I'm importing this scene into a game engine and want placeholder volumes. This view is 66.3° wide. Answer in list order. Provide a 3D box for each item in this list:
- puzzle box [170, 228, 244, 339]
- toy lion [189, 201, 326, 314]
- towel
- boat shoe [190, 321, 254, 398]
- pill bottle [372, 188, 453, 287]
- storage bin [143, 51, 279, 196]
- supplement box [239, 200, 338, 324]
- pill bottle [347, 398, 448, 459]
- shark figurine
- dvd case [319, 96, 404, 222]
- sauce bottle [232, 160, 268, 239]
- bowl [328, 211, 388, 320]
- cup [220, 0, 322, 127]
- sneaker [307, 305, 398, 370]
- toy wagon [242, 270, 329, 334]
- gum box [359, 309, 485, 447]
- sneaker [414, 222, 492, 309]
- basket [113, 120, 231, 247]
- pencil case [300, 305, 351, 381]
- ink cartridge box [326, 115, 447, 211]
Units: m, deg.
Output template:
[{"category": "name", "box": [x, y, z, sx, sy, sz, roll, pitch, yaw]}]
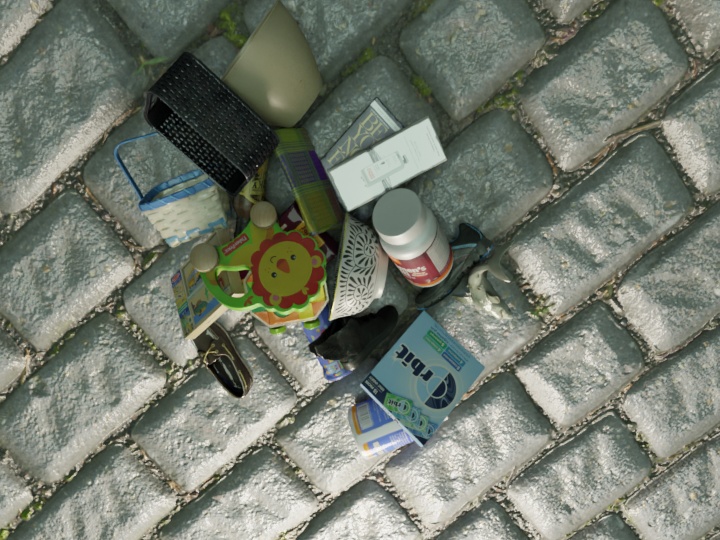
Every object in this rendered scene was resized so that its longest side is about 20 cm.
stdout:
[{"category": "puzzle box", "box": [-0.296, 0.028, 1.050, 0.199, 0.025, 0.136, -37, 64, 37]}, {"category": "toy lion", "box": [-0.163, -0.002, 0.950, 0.198, 0.069, 0.194, -35, 81, -11]}, {"category": "towel", "box": [-0.097, -0.163, 1.012, 0.022, 0.143, 0.204, -22, 95, 26]}, {"category": "boat shoe", "box": [-0.296, 0.179, 1.147, 0.071, 0.060, 0.202, -32, 102, 7]}, {"category": "pill bottle", "box": [0.097, -0.057, 1.004, 0.107, 0.200, 0.113, -10, 62, 20]}, {"category": "storage bin", "box": [-0.245, -0.233, 0.906, 0.199, 0.134, 0.095, 42, 69, -15]}, {"category": "supplement box", "box": [-0.154, -0.018, 1.080, 0.200, 0.103, 0.131, -43, 100, 8]}, {"category": "pill bottle", "box": [0.080, 0.308, 1.158, 0.195, 0.112, 0.115, -22, 103, 4]}, {"category": "shark figurine", "box": [0.249, 0.010, 1.096, 0.125, 0.216, 0.091, 16, 63, 24]}, {"category": "dvd case", "box": [0.014, -0.209, 1.081, 0.149, 0.016, 0.200, 43, 99, -10]}, {"category": "sauce bottle", "box": [-0.215, -0.157, 1.067, 0.063, 0.065, 0.206, 8, 105, -3]}, {"category": "bowl", "box": [0.000, 0.000, 1.036, 0.091, 0.201, 0.207, 10, 104, -4]}, {"category": "cup", "box": [-0.149, -0.340, 0.968, 0.142, 0.201, 0.202, 35, 101, -24]}, {"category": "sneaker", "box": [-0.009, 0.115, 1.089, 0.200, 0.059, 0.105, -47, 118, -24]}, {"category": "toy wagon", "box": [-0.157, 0.040, 1.021, 0.194, 0.040, 0.160, -10, 105, 1]}, {"category": "gum box", "box": [0.123, 0.213, 1.102, 0.169, 0.045, 0.200, 42, 75, 11]}, {"category": "sneaker", "box": [0.174, -0.006, 1.116, 0.082, 0.073, 0.200, 45, 99, 13]}, {"category": "basket", "box": [-0.335, -0.162, 1.018, 0.172, 0.140, 0.204, -16, 120, 2]}, {"category": "pencil case", "box": [-0.079, 0.123, 1.128, 0.077, 0.086, 0.204, -29, 105, -19]}, {"category": "ink cartridge box", "box": [0.046, -0.193, 1.001, 0.196, 0.147, 0.084, -27, 101, 6]}]
